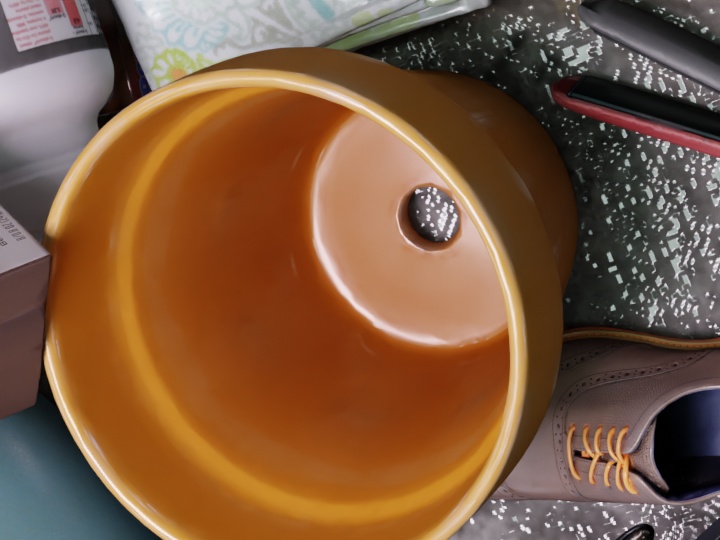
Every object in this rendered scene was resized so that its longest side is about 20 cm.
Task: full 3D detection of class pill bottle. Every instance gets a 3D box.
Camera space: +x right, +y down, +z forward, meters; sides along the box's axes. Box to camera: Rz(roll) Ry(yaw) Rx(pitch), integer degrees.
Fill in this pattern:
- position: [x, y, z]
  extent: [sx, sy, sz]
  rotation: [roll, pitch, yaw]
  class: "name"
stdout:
- position: [-0.170, -0.106, 1.197]
  extent: [0.115, 0.116, 0.201]
  rotation: [-21, 89, 27]
  class: "pill bottle"

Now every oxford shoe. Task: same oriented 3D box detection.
- position: [0.108, 0.063, 1.180]
  extent: [0.199, 0.073, 0.072]
  rotation: [-12, 101, 26]
  class: "oxford shoe"

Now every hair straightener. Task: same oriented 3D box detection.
- position: [0.176, -0.071, 1.129]
  extent: [0.199, 0.041, 0.077]
  rotation: [22, 113, 16]
  class: "hair straightener"

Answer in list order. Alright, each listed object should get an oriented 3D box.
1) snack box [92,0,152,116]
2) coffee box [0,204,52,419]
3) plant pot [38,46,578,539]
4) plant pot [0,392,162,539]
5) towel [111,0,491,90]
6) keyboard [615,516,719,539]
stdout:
- position: [-0.189, -0.092, 1.289]
  extent: [0.199, 0.024, 0.072]
  rotation: [-9, 100, 25]
  class: "snack box"
- position: [-0.222, -0.016, 1.115]
  extent: [0.200, 0.113, 0.080]
  rotation: [43, 138, 32]
  class: "coffee box"
- position: [0.000, 0.000, 1.146]
  extent: [0.199, 0.183, 0.201]
  rotation: [6, 108, 21]
  class: "plant pot"
- position: [-0.188, 0.134, 1.267]
  extent: [0.200, 0.200, 0.161]
  rotation: [-40, 77, 27]
  class: "plant pot"
- position: [-0.047, -0.178, 1.190]
  extent: [0.170, 0.048, 0.201]
  rotation: [-19, 97, 26]
  class: "towel"
- position: [0.121, 0.138, 1.168]
  extent: [0.104, 0.040, 0.200]
  rotation: [28, 121, -30]
  class: "keyboard"
